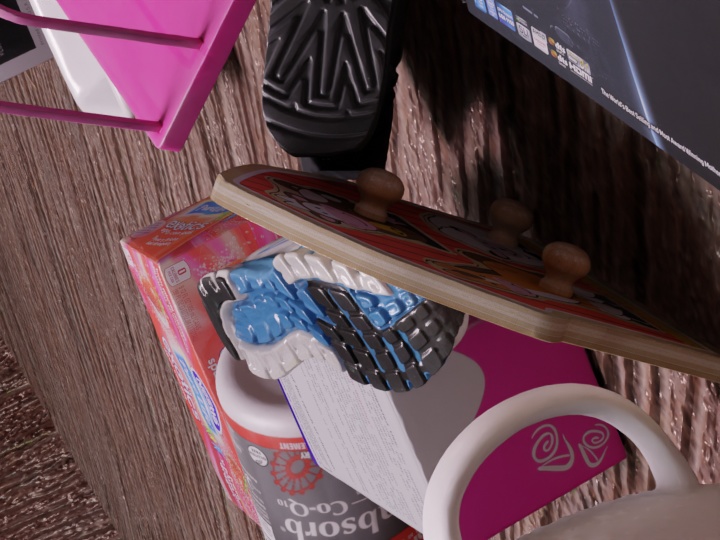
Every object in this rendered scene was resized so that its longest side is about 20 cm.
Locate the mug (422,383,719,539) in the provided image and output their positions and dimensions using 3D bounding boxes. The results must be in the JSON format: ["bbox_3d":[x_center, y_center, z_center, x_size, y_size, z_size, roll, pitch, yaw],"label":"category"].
[{"bbox_3d":[0.098,0.143,0.875,0.201,0.174,0.148,65,165,-6],"label":"mug"}]

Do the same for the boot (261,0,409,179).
[{"bbox_3d":[0.000,-0.122,0.958,0.200,0.065,0.166,12,-87,-84],"label":"boot"}]

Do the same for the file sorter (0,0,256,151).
[{"bbox_3d":[-0.117,-0.179,0.960,0.139,0.125,0.201,53,124,38],"label":"file sorter"}]

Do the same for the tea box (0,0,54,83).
[{"bbox_3d":[-0.273,-0.251,1.539,0.197,0.133,0.201,29,143,63],"label":"tea box"}]

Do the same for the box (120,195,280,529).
[{"bbox_3d":[-0.065,0.055,1.420,0.095,0.102,0.201,26,139,66],"label":"box"}]

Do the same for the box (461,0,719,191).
[{"bbox_3d":[0.083,-0.129,0.719,0.200,0.043,0.161,45,157,51],"label":"box"}]

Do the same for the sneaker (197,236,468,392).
[{"bbox_3d":[0.000,0.000,0.983,0.075,0.086,0.200,59,157,-17],"label":"sneaker"}]

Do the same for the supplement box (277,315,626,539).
[{"bbox_3d":[0.032,0.053,1.086,0.104,0.101,0.200,66,165,-15],"label":"supplement box"}]

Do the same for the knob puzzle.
[{"bbox_3d":[0.033,-0.016,0.883,0.219,0.218,0.031,37,109,59],"label":"knob puzzle"}]

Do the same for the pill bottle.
[{"bbox_3d":[-0.011,0.122,1.322,0.116,0.115,0.201,46,158,48],"label":"pill bottle"}]

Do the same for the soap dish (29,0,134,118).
[{"bbox_3d":[-0.163,-0.194,1.367,0.201,0.081,0.157,67,165,-14],"label":"soap dish"}]
